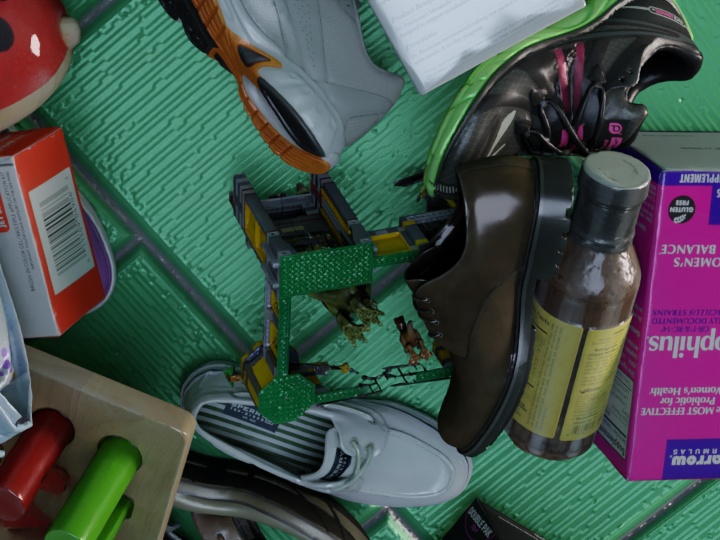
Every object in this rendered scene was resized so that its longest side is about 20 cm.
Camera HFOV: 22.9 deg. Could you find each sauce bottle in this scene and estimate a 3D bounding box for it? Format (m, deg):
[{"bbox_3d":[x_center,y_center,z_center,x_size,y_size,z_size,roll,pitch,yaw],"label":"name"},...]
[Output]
[{"bbox_3d":[0.133,0.022,1.065,0.065,0.065,0.200,7,126,-6],"label":"sauce bottle"}]

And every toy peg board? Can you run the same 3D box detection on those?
[{"bbox_3d":[-0.222,0.145,1.043,0.199,0.098,0.200,22,129,3],"label":"toy peg board"}]

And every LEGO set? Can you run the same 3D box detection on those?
[{"bbox_3d":[0.000,0.000,1.108,0.200,0.116,0.154,-16,127,-12],"label":"LEGO set"}]

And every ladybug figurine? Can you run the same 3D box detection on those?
[{"bbox_3d":[-0.262,-0.135,1.023,0.200,0.072,0.136,-8,65,-3],"label":"ladybug figurine"}]

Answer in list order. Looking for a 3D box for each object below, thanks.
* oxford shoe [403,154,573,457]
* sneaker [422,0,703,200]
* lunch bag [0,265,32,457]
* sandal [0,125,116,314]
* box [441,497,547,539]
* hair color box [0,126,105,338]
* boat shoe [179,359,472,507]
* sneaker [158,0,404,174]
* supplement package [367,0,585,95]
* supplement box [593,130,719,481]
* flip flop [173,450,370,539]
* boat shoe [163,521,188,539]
[{"bbox_3d":[0.062,0.020,1.038,0.084,0.073,0.200,4,118,-9],"label":"oxford shoe"},{"bbox_3d":[0.122,-0.101,1.051,0.200,0.077,0.084,-35,72,-15],"label":"sneaker"},{"bbox_3d":[-0.279,0.022,0.941,0.169,0.127,0.200,-18,88,10],"label":"lunch bag"},{"bbox_3d":[-0.228,-0.049,1.091,0.082,0.050,0.203,-33,106,6],"label":"sandal"},{"bbox_3d":[0.101,0.273,1.124,0.124,0.200,0.149,33,102,-24],"label":"box"},{"bbox_3d":[-0.263,-0.016,1.055,0.200,0.064,0.111,-5,109,23],"label":"hair color box"},{"bbox_3d":[-0.022,0.117,1.147,0.200,0.067,0.074,15,106,-8],"label":"boat shoe"},{"bbox_3d":[-0.053,-0.159,1.070,0.092,0.076,0.200,-37,96,-24],"label":"sneaker"},{"bbox_3d":[0.031,-0.221,1.024,0.109,0.114,0.200,-28,107,6],"label":"supplement package"},{"bbox_3d":[0.205,0.021,1.112,0.101,0.103,0.200,-1,109,-13],"label":"supplement box"},{"bbox_3d":[-0.087,0.159,1.148,0.200,0.081,0.058,16,100,-4],"label":"flip flop"},{"bbox_3d":[-0.137,0.194,1.162,0.199,0.068,0.074,32,115,12],"label":"boat shoe"}]
